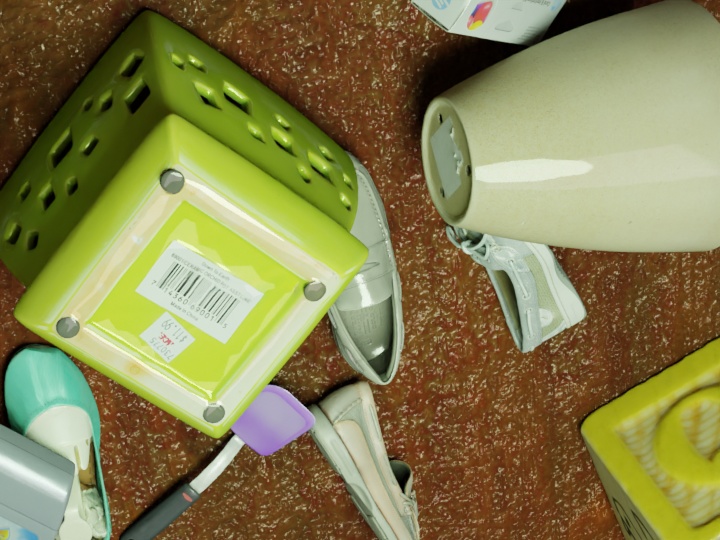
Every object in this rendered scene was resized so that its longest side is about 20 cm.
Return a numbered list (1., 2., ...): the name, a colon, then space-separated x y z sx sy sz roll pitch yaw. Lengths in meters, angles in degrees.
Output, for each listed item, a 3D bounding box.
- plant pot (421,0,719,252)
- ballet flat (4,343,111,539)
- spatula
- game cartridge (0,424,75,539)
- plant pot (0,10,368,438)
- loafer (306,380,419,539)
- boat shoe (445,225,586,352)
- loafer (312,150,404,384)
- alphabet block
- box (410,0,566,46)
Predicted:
1. plant pot: 0.151 -0.092 1.279 0.198 0.188 0.189 -10 127 -19
2. ballet flat: -0.224 0.149 1.344 0.067 0.071 0.202 -16 128 -14
3. spatula: -0.124 0.165 1.431 0.200 0.021 0.057 -42 108 11
4. game cartridge: -0.302 0.193 1.314 0.133 0.041 0.200 28 122 -21
5. plant pot: -0.118 -0.021 1.182 0.199 0.182 0.199 34 105 -25
6. loafer: 0.019 0.174 1.484 0.063 0.072 0.201 -36 128 -8
7. boat shoe: 0.115 -0.006 1.399 0.065 0.075 0.202 -40 137 -1
8. loafer: 0.000 0.000 1.347 0.069 0.070 0.201 -22 129 -9
9. alphabet block: 0.341 0.205 1.579 0.195 0.196 0.201 -31 130 -5
10. box: 0.133 -0.251 1.208 0.201 0.041 0.156 -58 158 19
